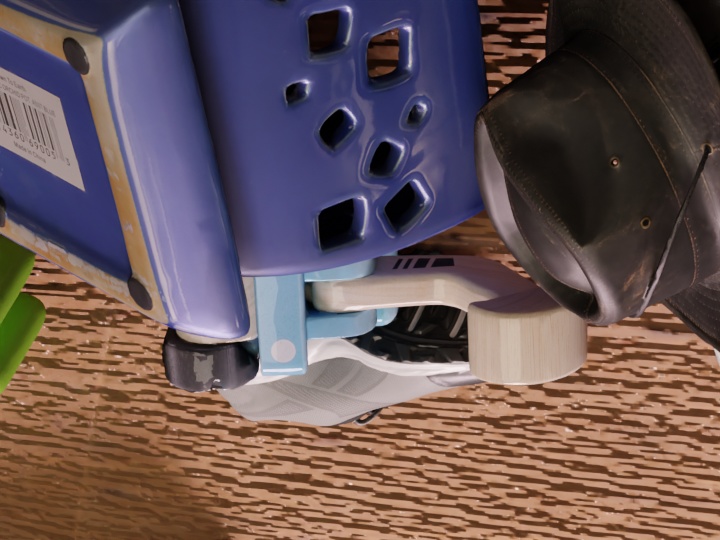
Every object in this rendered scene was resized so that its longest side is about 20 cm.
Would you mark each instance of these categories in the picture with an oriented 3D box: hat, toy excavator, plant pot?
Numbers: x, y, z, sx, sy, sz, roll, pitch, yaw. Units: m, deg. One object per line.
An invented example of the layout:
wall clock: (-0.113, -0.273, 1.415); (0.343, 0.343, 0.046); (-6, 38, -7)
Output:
hat: (0.096, -0.039, 1.001); (0.081, 0.201, 0.202); (-25, 123, -11)
toy excavator: (0.000, 0.000, 1.121); (0.198, 0.195, 0.101); (-5, 112, -2)
plant pot: (-0.076, -0.099, 1.012); (0.199, 0.179, 0.201); (27, 140, 40)

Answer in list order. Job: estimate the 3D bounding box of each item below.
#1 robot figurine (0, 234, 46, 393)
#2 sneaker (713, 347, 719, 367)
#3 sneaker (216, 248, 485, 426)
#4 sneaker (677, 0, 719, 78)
robot figurine: (-0.275, 0.007, 1.264); (0.199, 0.116, 0.176); (11, 138, 14)
sneaker: (0.203, -0.010, 1.089); (0.104, 0.075, 0.201); (-16, 114, 17)
sneaker: (0.005, 0.042, 1.215); (0.199, 0.074, 0.080); (-4, 134, 32)
sneaker: (0.193, -0.080, 1.030); (0.200, 0.079, 0.075); (39, 131, -8)
